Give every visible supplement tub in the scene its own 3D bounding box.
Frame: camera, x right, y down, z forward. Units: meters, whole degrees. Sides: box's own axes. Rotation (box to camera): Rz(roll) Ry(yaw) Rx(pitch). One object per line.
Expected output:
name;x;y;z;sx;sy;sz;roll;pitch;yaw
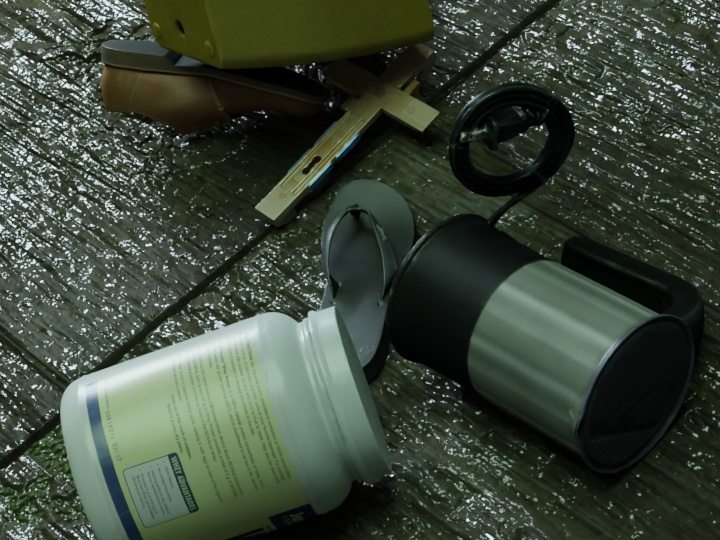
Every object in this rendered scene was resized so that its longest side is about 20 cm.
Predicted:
supplement tub;-0.091;0.114;1.415;0.200;0.145;0.145;-19;44;3

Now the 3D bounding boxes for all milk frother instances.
milk frother;0.134;0.000;1.400;0.188;0.200;0.180;29;59;38

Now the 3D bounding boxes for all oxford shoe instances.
oxford shoe;-0.124;-0.148;1.743;0.200;0.071;0.071;9;16;11

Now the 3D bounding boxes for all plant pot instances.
plant pot;-0.083;-0.266;1.669;0.176;0.200;0.200;-24;25;-21

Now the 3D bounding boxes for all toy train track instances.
toy train track;-0.008;-0.108;1.679;0.115;0.033;0.200;33;71;32

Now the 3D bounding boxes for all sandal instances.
sandal;0.001;0.000;1.560;0.076;0.043;0.200;-8;46;14
